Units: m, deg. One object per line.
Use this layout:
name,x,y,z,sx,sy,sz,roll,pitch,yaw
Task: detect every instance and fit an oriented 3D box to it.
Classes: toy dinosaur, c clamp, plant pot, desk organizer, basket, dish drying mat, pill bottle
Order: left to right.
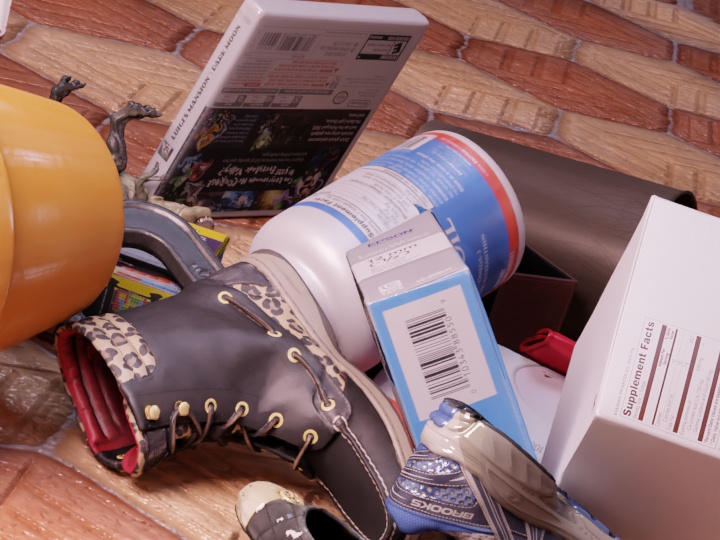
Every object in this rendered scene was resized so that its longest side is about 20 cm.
plant pot,-0.229,-0.028,1.500,0.200,0.201,0.183,29,21,30
toy dinosaur,-0.187,-0.081,1.928,0.199,0.089,0.047,19,7,-5
c clamp,-0.145,0.027,1.639,0.170,0.027,0.200,-25,59,-38
pill bottle,0.000,0.000,1.761,0.112,0.113,0.199,30,46,34
desk organizer,0.043,0.020,1.888,0.199,0.077,0.072,6,20,-37
basket,0.125,-0.024,2.039,0.199,0.137,0.180,20,3,18
dish drying mat,0.197,0.092,1.819,0.199,0.018,0.077,31,-10,-6

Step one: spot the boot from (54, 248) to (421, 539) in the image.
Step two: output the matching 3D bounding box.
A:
boot,-0.066,0.084,1.554,0.150,0.073,0.201,-14,62,-35

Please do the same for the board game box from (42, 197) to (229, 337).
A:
board game box,-0.193,-0.012,1.760,0.199,0.057,0.165,20,14,2

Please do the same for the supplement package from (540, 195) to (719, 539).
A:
supplement package,0.217,0.091,1.584,0.199,0.192,0.148,19,60,-1

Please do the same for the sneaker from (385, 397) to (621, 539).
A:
sneaker,0.086,0.153,1.504,0.200,0.085,0.077,42,-2,-26

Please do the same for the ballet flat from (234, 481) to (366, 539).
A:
ballet flat,0.015,0.156,1.454,0.199,0.057,0.066,30,18,31

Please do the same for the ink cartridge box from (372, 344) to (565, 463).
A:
ink cartridge box,0.081,0.096,1.743,0.162,0.057,0.200,26,13,20

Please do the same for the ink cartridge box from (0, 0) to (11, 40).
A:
ink cartridge box,-0.320,-0.159,1.844,0.144,0.200,0.084,14,62,-18

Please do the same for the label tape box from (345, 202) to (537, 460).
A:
label tape box,0.044,0.052,1.621,0.066,0.144,0.200,-21,14,-3

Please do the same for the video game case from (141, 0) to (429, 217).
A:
video game case,-0.058,-0.114,2.020,0.023,0.182,0.199,45,27,26
